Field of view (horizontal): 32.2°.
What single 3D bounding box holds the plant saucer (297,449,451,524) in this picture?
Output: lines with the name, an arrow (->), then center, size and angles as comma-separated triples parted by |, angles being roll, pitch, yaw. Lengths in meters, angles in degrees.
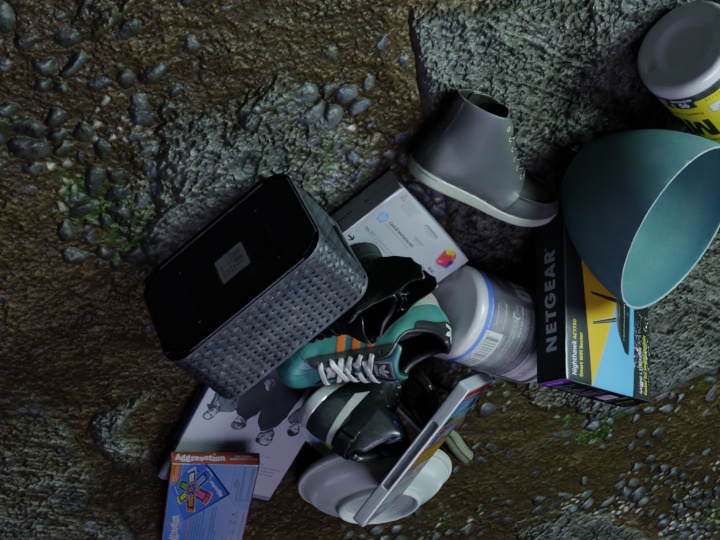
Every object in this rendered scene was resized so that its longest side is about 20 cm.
plant saucer -> 0.020, 0.280, 1.580 | 0.199, 0.050, 0.200 | -6, 148, -4

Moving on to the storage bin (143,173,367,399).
storage bin -> -0.109, 0.016, 1.274 | 0.200, 0.135, 0.094 | -39, 134, 9

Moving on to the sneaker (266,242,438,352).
sneaker -> -0.017, 0.043, 1.310 | 0.200, 0.104, 0.060 | -40, 134, 10

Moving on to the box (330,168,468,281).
box -> 0.000, 0.000, 1.383 | 0.200, 0.041, 0.156 | -37, 135, 9

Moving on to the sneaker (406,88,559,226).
sneaker -> 0.157, -0.118, 1.334 | 0.200, 0.075, 0.106 | 15, 123, -34

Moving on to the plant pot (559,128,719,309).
plant pot -> 0.301, -0.077, 1.383 | 0.200, 0.135, 0.200 | -33, 142, -30

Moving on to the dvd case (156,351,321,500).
dvd case -> -0.134, 0.183, 1.469 | 0.150, 0.025, 0.200 | 17, 120, -25

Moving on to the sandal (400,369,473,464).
sandal -> 0.100, 0.176, 1.569 | 0.057, 0.080, 0.201 | -45, 142, -9

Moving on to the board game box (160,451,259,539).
board game box -> -0.184, 0.280, 1.505 | 0.103, 0.019, 0.200 | 2, 140, -13

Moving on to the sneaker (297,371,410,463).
sneaker -> 0.033, 0.154, 1.439 | 0.200, 0.112, 0.073 | -34, 153, -33

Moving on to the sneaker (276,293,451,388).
sneaker -> 0.006, 0.091, 1.379 | 0.200, 0.080, 0.071 | -23, 135, -4

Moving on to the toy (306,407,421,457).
toy -> -0.007, 0.199, 1.544 | 0.115, 0.047, 0.200 | -37, 135, 6

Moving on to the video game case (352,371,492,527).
video game case -> 0.074, 0.204, 1.439 | 0.200, 0.017, 0.143 | -53, 167, 10

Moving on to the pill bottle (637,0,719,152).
pill bottle -> 0.398, -0.195, 1.361 | 0.114, 0.114, 0.200 | -45, 132, 14

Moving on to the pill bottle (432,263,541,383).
pill bottle -> 0.171, 0.070, 1.476 | 0.200, 0.114, 0.114 | 19, 118, -37

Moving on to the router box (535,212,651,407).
router box -> 0.273, 0.049, 1.458 | 0.149, 0.201, 0.051 | 16, 156, -36
